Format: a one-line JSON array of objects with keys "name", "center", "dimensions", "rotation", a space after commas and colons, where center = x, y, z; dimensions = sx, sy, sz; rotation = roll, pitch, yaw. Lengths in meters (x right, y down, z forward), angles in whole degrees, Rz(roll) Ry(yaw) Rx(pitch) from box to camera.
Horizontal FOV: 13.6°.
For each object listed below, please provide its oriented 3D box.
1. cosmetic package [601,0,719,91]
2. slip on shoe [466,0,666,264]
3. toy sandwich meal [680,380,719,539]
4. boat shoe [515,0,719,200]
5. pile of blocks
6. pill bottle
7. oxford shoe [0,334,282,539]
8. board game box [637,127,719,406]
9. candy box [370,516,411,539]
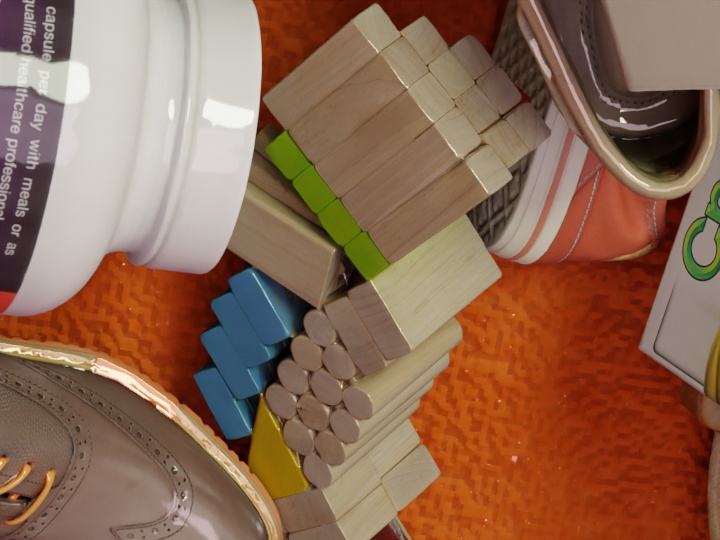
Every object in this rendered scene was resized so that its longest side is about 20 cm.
[{"name": "cosmetic package", "center": [0.087, -0.153, 0.701], "dimensions": [0.103, 0.073, 0.201], "rotation": [-42, 120, -41]}, {"name": "slip on shoe", "center": [0.087, -0.092, 0.851], "dimensions": [0.061, 0.074, 0.201], "rotation": [10, 111, -23]}, {"name": "toy sandwich meal", "center": [0.197, 0.060, 0.928], "dimensions": [0.204, 0.070, 0.207], "rotation": [-4, 109, -13]}, {"name": "boat shoe", "center": [0.055, -0.114, 0.762], "dimensions": [0.072, 0.065, 0.201], "rotation": [-14, 115, 6]}, {"name": "pile of blocks", "center": [0.000, 0.000, 0.858], "dimensions": [0.082, 0.062, 0.201], "rotation": [35, 134, 18]}, {"name": "pill bottle", "center": [-0.131, -0.050, 0.786], "dimensions": [0.199, 0.112, 0.113], "rotation": [9, 106, -16]}, {"name": "oxford shoe", "center": [-0.111, 0.054, 0.840], "dimensions": [0.199, 0.073, 0.072], "rotation": [26, 111, -16]}, {"name": "board game box", "center": [0.151, -0.044, 0.797], "dimensions": [0.034, 0.126, 0.201], "rotation": [7, 108, -35]}, {"name": "candy box", "center": [0.040, 0.178, 0.905], "dimensions": [0.055, 0.115, 0.201], "rotation": [-30, 113, -2]}]
